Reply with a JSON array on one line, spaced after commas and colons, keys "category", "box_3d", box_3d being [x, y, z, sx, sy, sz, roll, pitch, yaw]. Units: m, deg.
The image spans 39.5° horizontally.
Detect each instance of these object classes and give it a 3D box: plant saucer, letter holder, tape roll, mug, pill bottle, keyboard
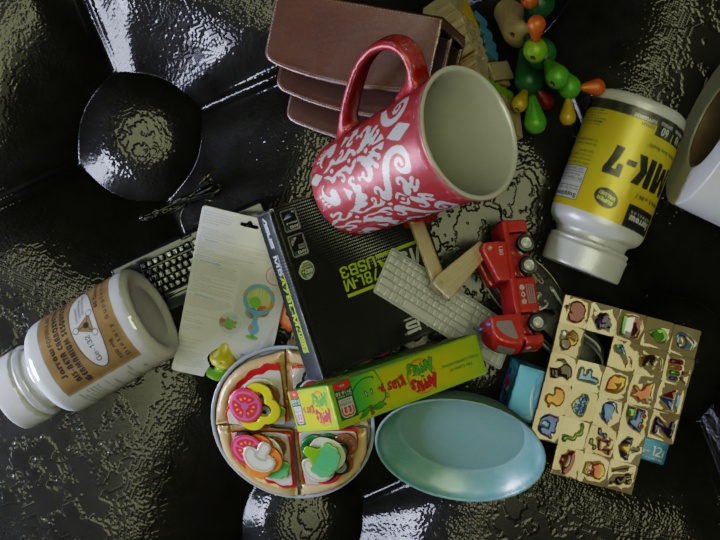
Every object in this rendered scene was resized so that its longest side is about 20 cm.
[{"category": "plant saucer", "box_3d": [0.116, 0.197, 1.157, 0.196, 0.036, 0.202, 7, 136, 7]}, {"category": "letter holder", "box_3d": [-0.002, -0.217, 1.120, 0.197, 0.100, 0.145, 15, 95, 20]}, {"category": "tape roll", "box_3d": [0.449, -0.137, 1.110, 0.137, 0.203, 0.205, 24, 92, -2]}, {"category": "mug", "box_3d": [0.046, -0.133, 1.043, 0.132, 0.199, 0.181, 4, 75, -37]}, {"category": "pill bottle", "box_3d": [-0.319, 0.095, 1.150, 0.198, 0.114, 0.115, -30, 93, 9]}, {"category": "keyboard", "box_3d": [-0.205, -0.033, 1.196, 0.197, 0.021, 0.129, -24, 93, 0]}, {"category": "keyboard", "box_3d": [0.101, 0.047, 1.166, 0.198, 0.011, 0.057, 32, 68, -24]}, {"category": "pill bottle", "box_3d": [0.287, -0.095, 1.154, 0.113, 0.114, 0.203, 20, 93, -2]}]

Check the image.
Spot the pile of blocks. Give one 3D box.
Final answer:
[{"category": "pile of blocks", "box_3d": [0.127, -0.238, 1.179, 0.062, 0.081, 0.203, -23, 84, 40]}]

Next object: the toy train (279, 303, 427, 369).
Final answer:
[{"category": "toy train", "box_3d": [-0.022, 0.086, 1.186, 0.197, 0.056, 0.153, 19, 93, -1]}]

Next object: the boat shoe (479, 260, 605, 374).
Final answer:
[{"category": "boat shoe", "box_3d": [0.218, 0.046, 1.184, 0.073, 0.063, 0.200, -42, 92, 1]}]

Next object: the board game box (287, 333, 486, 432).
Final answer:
[{"category": "board game box", "box_3d": [0.030, 0.124, 1.106, 0.197, 0.101, 0.048, -16, 88, -31]}]

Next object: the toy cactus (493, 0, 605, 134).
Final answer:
[{"category": "toy cactus", "box_3d": [0.203, -0.261, 1.127, 0.101, 0.166, 0.202, -18, 133, -6]}]

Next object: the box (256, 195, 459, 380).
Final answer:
[{"category": "box", "box_3d": [0.000, 0.000, 1.144, 0.198, 0.047, 0.196, -19, 91, -30]}]

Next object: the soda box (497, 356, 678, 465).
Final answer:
[{"category": "soda box", "box_3d": [0.267, 0.165, 1.188, 0.197, 0.068, 0.065, 17, 92, -2]}]

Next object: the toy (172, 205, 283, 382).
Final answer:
[{"category": "toy", "box_3d": [-0.147, 0.031, 1.180, 0.113, 0.047, 0.203, 13, 102, -3]}]

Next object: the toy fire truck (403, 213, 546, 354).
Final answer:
[{"category": "toy fire truck", "box_3d": [0.126, -0.003, 1.130, 0.138, 0.049, 0.204, -4, 77, -12]}]

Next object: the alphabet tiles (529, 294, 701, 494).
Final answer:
[{"category": "alphabet tiles", "box_3d": [0.289, 0.146, 1.151, 0.164, 0.008, 0.204, 15, 90, -2]}]

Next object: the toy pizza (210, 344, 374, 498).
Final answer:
[{"category": "toy pizza", "box_3d": [-0.081, 0.183, 1.171, 0.196, 0.032, 0.204, 3, 111, 7]}]
